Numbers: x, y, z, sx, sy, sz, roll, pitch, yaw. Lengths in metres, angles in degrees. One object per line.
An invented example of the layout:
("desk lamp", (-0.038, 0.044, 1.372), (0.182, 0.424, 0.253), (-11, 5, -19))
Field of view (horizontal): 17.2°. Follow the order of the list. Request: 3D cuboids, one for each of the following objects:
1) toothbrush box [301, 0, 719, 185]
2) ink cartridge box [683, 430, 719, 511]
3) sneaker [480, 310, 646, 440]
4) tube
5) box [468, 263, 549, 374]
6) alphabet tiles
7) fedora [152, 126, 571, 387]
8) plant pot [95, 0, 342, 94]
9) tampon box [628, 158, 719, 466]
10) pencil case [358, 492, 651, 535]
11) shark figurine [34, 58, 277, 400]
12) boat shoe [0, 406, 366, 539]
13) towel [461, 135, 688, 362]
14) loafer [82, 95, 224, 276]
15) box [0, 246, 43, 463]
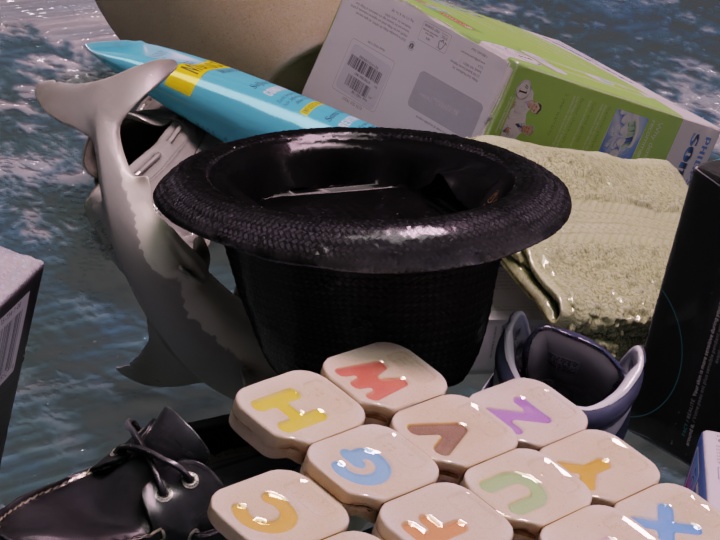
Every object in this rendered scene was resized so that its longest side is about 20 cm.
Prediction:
("toothbrush box", (0.088, -0.091, 1.386), (0.199, 0.087, 0.145), (9, 18, -47))
("ink cartridge box", (0.195, 0.152, 0.966), (0.135, 0.077, 0.200), (12, 22, 1))
("sneaker", (0.089, 0.057, 1.086), (0.070, 0.109, 0.200), (13, 24, 2))
("tube", (-0.050, -0.079, 1.280), (0.199, 0.051, 0.077), (27, 9, 13))
("box", (0.018, -0.005, 1.286), (0.143, 0.037, 0.200), (0, 28, -25))
("alphabet tiles", (0.047, 0.091, 0.895), (0.195, 0.015, 0.200), (-16, 43, -45))
("fedora", (0.000, 0.000, 1.049), (0.199, 0.092, 0.201), (0, 16, 0))
("plant pot", (-0.048, -0.160, 1.442), (0.199, 0.201, 0.135), (-6, 55, -35))
("tampon box", (0.255, 0.023, 1.188), (0.199, 0.151, 0.126), (-13, 33, -44))
("pencil case", (0.025, 0.140, 0.902), (0.199, 0.086, 0.092), (-14, 44, -44))
("shark figurine", (-0.092, 0.010, 1.114), (0.215, 0.089, 0.128), (51, 38, -13))
("boat shoe", (-0.073, 0.087, 0.996), (0.198, 0.067, 0.074), (-6, 29, -35))
("towel", (0.137, -0.011, 1.263), (0.199, 0.037, 0.149), (6, 42, -46))
("loafer", (-0.113, -0.062, 1.288), (0.070, 0.070, 0.200), (46, 15, -20))
("box", (-0.215, 0.066, 0.890), (0.114, 0.133, 0.200), (18, 24, 7))
